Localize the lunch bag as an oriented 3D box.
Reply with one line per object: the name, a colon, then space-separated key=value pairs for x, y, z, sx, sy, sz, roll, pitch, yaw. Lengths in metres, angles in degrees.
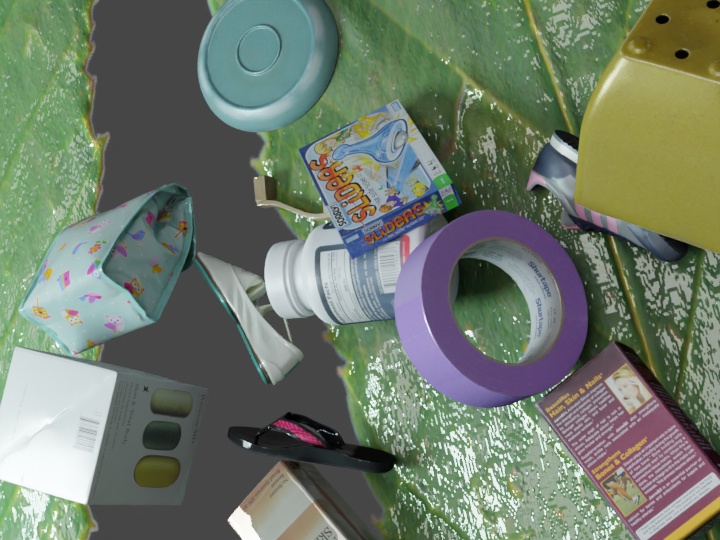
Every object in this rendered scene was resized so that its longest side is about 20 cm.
lunch bag: x=-0.298 y=-0.012 z=1.648 sx=0.170 sy=0.122 sz=0.200 roll=-22 pitch=33 yaw=35

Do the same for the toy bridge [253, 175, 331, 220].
toy bridge: x=-0.033 y=-0.096 z=1.612 sx=0.200 sy=0.027 sz=0.067 roll=-9 pitch=79 yaw=23

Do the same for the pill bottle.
pill bottle: x=0.000 y=0.000 z=1.528 sx=0.200 sy=0.120 sz=0.120 roll=-7 pitch=77 yaw=24

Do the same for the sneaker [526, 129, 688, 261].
sneaker: x=0.264 y=-0.063 z=1.456 sx=0.200 sy=0.070 sz=0.082 roll=48 pitch=118 yaw=27

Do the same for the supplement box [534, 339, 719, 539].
supplement box: x=0.288 y=0.184 z=1.377 sx=0.110 sy=0.086 sz=0.200 roll=-41 pitch=67 yaw=13

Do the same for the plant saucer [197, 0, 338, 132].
plant saucer: x=-0.123 y=-0.274 z=1.689 sx=0.200 sy=0.027 sz=0.201 roll=-5 pitch=78 yaw=25

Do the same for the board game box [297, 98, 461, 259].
board game box: x=0.018 y=-0.106 z=1.515 sx=0.135 sy=0.034 sz=0.200 roll=-27 pitch=38 yaw=0

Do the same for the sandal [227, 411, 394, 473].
sandal: x=-0.055 y=0.191 z=1.542 sx=0.200 sy=0.075 sz=0.045 roll=7 pitch=99 yaw=18

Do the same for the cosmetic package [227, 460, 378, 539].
cosmetic package: x=-0.042 y=0.318 z=1.504 sx=0.200 sy=0.087 sz=0.103 roll=44 pitch=99 yaw=25

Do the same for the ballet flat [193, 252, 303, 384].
ballet flat: x=-0.129 y=0.047 z=1.614 sx=0.069 sy=0.069 sz=0.200 roll=-40 pitch=62 yaw=13

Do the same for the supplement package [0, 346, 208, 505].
supplement package: x=-0.306 y=0.187 z=1.587 sx=0.150 sy=0.200 sz=0.152 roll=11 pitch=85 yaw=25

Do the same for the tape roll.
tape roll: x=0.138 y=0.040 z=1.415 sx=0.066 sy=0.200 sz=0.201 roll=147 pitch=119 yaw=-60

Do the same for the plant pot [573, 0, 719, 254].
plant pot: x=0.332 y=-0.167 z=1.324 sx=0.195 sy=0.200 sz=0.194 roll=22 pitch=61 yaw=26
